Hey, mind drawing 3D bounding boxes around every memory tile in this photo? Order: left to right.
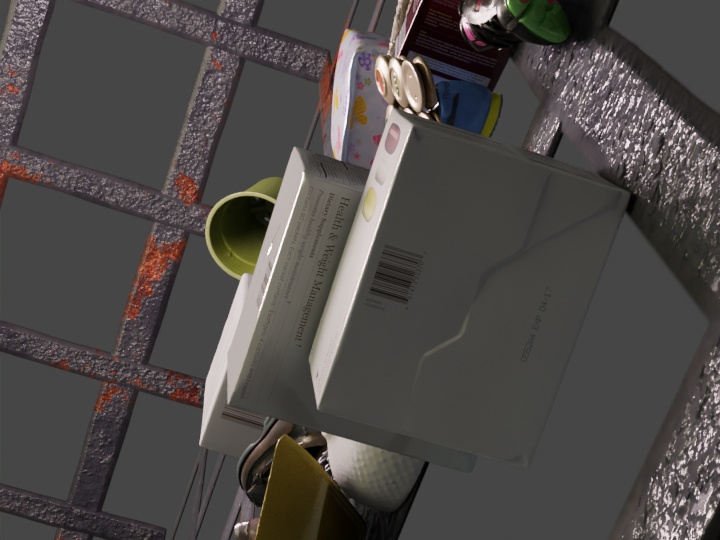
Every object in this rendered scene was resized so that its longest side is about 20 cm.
[{"bbox_3d":[0.056,-0.110,1.245,0.153,0.017,0.200,-145,40,-70],"label":"memory tile"}]

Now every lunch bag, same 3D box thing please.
[{"bbox_3d":[0.026,-0.181,1.570,0.170,0.127,0.200,-106,24,-72],"label":"lunch bag"}]

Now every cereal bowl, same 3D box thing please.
[{"bbox_3d":[0.015,0.123,1.223,0.200,0.083,0.200,-163,90,-82],"label":"cereal bowl"}]

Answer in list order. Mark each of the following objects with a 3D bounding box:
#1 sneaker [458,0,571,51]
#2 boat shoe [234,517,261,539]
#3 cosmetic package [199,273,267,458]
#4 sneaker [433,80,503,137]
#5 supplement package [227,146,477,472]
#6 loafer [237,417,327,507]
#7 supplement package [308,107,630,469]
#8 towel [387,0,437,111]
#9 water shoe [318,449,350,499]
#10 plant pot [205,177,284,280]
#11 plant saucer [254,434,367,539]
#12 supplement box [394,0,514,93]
[{"bbox_3d":[0.131,-0.219,1.123,0.084,0.077,0.200,-34,8,10],"label":"sneaker"},{"bbox_3d":[-0.081,0.321,1.276,0.072,0.065,0.200,-63,-30,-52],"label":"boat shoe"},{"bbox_3d":[-0.097,0.130,1.610,0.200,0.166,0.168,-101,30,-70],"label":"cosmetic package"},{"bbox_3d":[0.077,-0.120,1.325,0.200,0.078,0.066,115,166,-47],"label":"sneaker"},{"bbox_3d":[0.016,0.028,1.026,0.147,0.200,0.191,-114,41,-75],"label":"supplement package"},{"bbox_3d":[-0.080,0.201,1.333,0.200,0.072,0.063,115,142,-47],"label":"loafer"},{"bbox_3d":[0.068,0.009,0.888,0.111,0.156,0.200,-112,39,-76],"label":"supplement package"},{"bbox_3d":[0.079,-0.251,1.426,0.034,0.133,0.200,-6,57,33],"label":"towel"},{"bbox_3d":[-0.027,0.196,1.428,0.071,0.079,0.200,-30,34,-1],"label":"water shoe"},{"bbox_3d":[-0.193,-0.101,2.632,0.190,0.200,0.200,-62,-5,-62],"label":"plant pot"},{"bbox_3d":[-0.045,0.280,1.199,0.200,0.048,0.200,61,-143,-57],"label":"plant saucer"},{"bbox_3d":[0.116,-0.278,1.276,0.061,0.109,0.200,-83,15,-51],"label":"supplement box"}]
